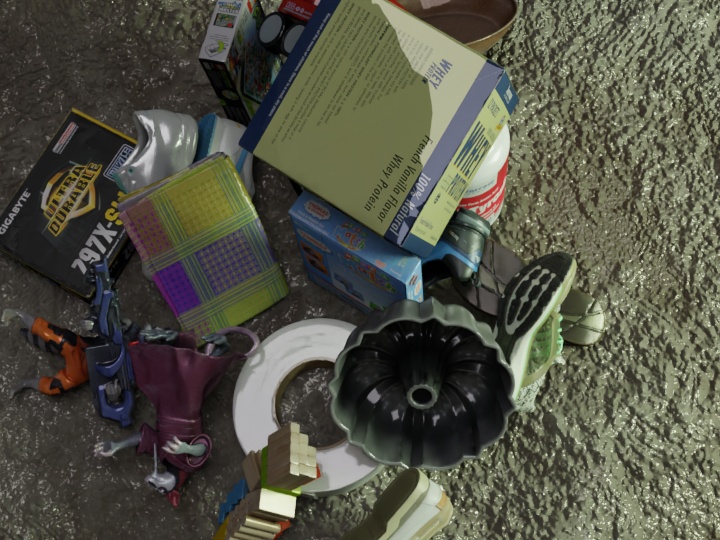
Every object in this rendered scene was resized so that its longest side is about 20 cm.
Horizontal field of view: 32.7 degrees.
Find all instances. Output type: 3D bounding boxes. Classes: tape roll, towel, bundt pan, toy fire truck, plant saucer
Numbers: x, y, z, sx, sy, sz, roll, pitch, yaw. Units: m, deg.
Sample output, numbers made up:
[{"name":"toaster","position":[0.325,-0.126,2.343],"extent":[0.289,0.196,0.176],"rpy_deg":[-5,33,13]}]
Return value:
[{"name":"tape roll","position":[-0.047,0.156,1.403],"extent":[0.200,0.037,0.206],"rpy_deg":[-1,71,4]},{"name":"towel","position":[-0.178,-0.026,1.421],"extent":[0.142,0.023,0.202],"rpy_deg":[-29,113,-7]},{"name":"bundt pan","position":[0.065,0.113,1.309],"extent":[0.199,0.204,0.076],"rpy_deg":[-2,30,4]},{"name":"toy fire truck","position":[0.005,-0.307,1.426],"extent":[0.175,0.128,0.202],"rpy_deg":[30,92,44]},{"name":"plant saucer","position":[0.096,-0.297,1.513],"extent":[0.197,0.037,0.201],"rpy_deg":[-6,33,4]}]

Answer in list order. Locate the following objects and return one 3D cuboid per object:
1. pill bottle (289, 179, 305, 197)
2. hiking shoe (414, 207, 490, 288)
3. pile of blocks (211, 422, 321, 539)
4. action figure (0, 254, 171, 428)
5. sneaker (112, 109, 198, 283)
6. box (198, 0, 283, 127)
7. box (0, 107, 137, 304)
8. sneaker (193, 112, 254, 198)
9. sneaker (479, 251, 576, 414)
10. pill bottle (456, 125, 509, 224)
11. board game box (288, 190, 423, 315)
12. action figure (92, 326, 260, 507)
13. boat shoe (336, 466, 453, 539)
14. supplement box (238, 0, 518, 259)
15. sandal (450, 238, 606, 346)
[{"name":"pill bottle","position":[0.002,-0.161,1.473],"extent":[0.198,0.112,0.113],"rpy_deg":[-28,70,-5]},{"name":"hiking shoe","position":[0.053,-0.022,1.405],"extent":[0.198,0.074,0.088],"rpy_deg":[-4,66,40]},{"name":"pile of blocks","position":[-0.101,0.251,1.343],"extent":[0.201,0.062,0.082],"rpy_deg":[-54,34,23]},{"name":"action figure","position":[-0.311,0.071,1.418],"extent":[0.191,0.105,0.203],"rpy_deg":[2,105,-1]},{"name":"sneaker","position":[-0.250,-0.089,1.442],"extent":[0.088,0.075,0.203],"rpy_deg":[8,88,-33]},{"name":"box","position":[-0.138,-0.246,1.467],"extent":[0.034,0.200,0.111],"rpy_deg":[11,71,13]},{"name":"box","position":[-0.338,-0.078,1.507],"extent":[0.158,0.049,0.201],"rpy_deg":[28,75,12]},{"name":"sneaker","position":[-0.173,-0.081,1.476],"extent":[0.080,0.076,0.203],"rpy_deg":[16,88,-33]},{"name":"sneaker","position":[0.197,0.074,1.373],"extent":[0.077,0.088,0.202],"rpy_deg":[41,109,53]},{"name":"pill bottle","position":[0.113,-0.127,1.401],"extent":[0.111,0.200,0.114],"rpy_deg":[-1,66,3]},{"name":"board game box","position":[0.000,0.000,1.368],"extent":[0.150,0.200,0.037],"rpy_deg":[32,75,14]},{"name":"action figure","position":[-0.206,0.164,1.385],"extent":[0.133,0.148,0.203],"rpy_deg":[11,104,35]},{"name":"boat shoe","position":[0.019,0.307,1.322],"extent":[0.068,0.075,0.200],"rpy_deg":[40,99,-21]},{"name":"supplement box","position":[0.023,-0.151,1.244],"extent":[0.199,0.134,0.201],"rpy_deg":[32,94,14]},{"name":"sandal","position":[0.190,0.030,1.425],"extent":[0.198,0.055,0.083],"rpy_deg":[23,79,-3]}]
